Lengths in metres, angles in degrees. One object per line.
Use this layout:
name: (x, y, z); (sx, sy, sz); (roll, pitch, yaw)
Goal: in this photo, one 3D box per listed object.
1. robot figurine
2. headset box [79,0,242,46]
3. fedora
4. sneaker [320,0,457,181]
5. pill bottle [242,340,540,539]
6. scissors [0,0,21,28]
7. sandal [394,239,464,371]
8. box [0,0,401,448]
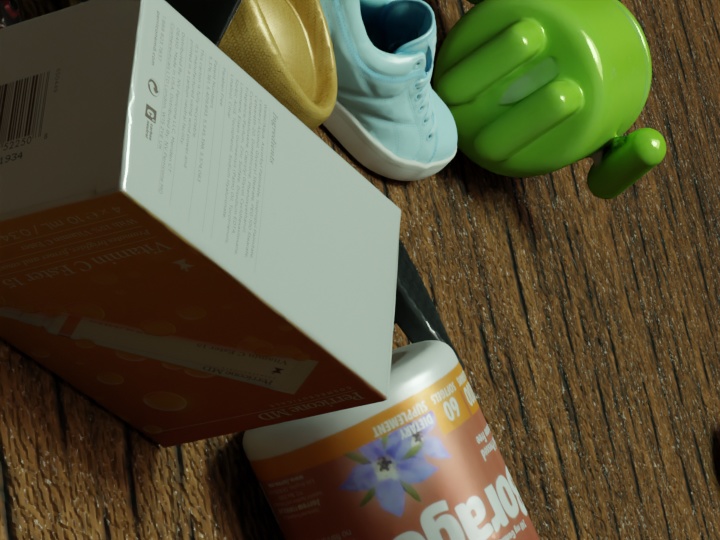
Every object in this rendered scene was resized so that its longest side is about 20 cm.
robot figurine: (0.117, -0.123, 1.673); (0.176, 0.116, 0.200); (56, 23, 4)
headset box: (-0.095, -0.208, 1.226); (0.148, 0.075, 0.200); (27, 41, -5)
fedora: (-0.069, -0.116, 1.303); (0.201, 0.082, 0.201); (48, 29, -38)
sneaker: (0.018, -0.112, 1.491); (0.200, 0.082, 0.074); (31, 43, -54)
pill bottle: (0.033, 0.144, 1.249); (0.201, 0.112, 0.112); (65, 23, -5)
scissors: (-0.157, -0.105, 1.197); (0.073, 0.014, 0.201); (37, 36, -45)
sandal: (0.000, 0.000, 1.367); (0.075, 0.045, 0.200); (48, 9, -33)
box: (-0.087, -0.016, 1.107); (0.200, 0.124, 0.098); (39, 46, -47)
